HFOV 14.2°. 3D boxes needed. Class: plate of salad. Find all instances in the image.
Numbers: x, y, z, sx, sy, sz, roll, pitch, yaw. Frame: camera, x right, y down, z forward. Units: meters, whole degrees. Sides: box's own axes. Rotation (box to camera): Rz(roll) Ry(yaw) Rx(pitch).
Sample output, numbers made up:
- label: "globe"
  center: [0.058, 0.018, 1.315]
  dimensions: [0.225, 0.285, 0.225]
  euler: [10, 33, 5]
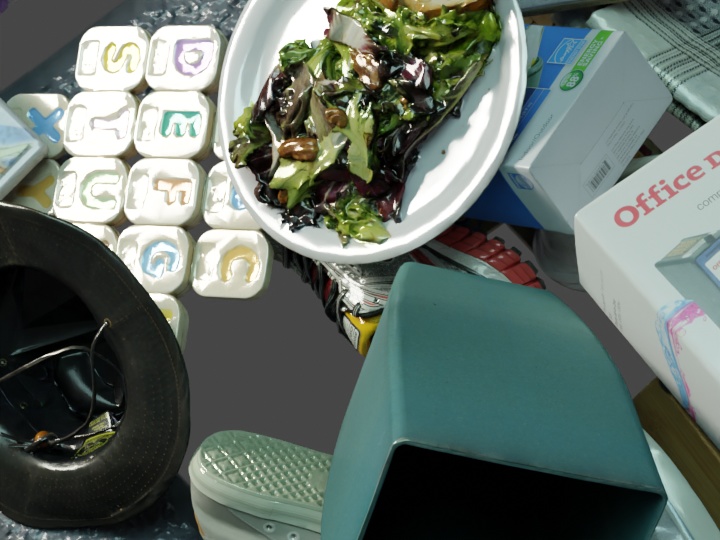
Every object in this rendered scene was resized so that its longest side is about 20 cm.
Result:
- label: "plate of salad"
  center: [-0.001, -0.103, 1.578]
  dimensions: [0.200, 0.048, 0.200]
  euler: [-7, 77, 31]

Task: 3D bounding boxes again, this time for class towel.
- label: "towel"
  center: [0.236, -0.135, 1.671]
  dimensions: [0.200, 0.035, 0.193]
  euler: [40, 49, 23]

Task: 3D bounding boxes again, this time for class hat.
- label: "hat"
  center: [-0.165, 0.041, 1.609]
  dimensions: [0.201, 0.201, 0.081]
  euler: [21, 29, 19]

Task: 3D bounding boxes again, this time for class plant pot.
- label: "plant pot"
  center: [0.058, 0.092, 1.504]
  dimensions: [0.141, 0.141, 0.200]
  euler: [12, 34, -12]

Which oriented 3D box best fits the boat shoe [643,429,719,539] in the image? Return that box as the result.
- label: "boat shoe"
  center: [0.150, 0.152, 1.533]
  dimensions: [0.071, 0.070, 0.201]
  euler: [-27, 62, -13]

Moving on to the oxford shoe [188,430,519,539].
- label: "oxford shoe"
  center: [0.000, 0.145, 1.569]
  dimensions: [0.200, 0.058, 0.075]
  euler: [18, 35, 2]

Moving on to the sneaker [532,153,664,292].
- label: "sneaker"
  center: [0.198, -0.027, 1.627]
  dimensions: [0.200, 0.080, 0.070]
  euler: [-1, 58, 1]

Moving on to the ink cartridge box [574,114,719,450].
- label: "ink cartridge box"
  center: [0.225, 0.018, 1.497]
  dimensions: [0.145, 0.088, 0.200]
  euler: [-33, 61, -11]

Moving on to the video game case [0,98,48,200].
- label: "video game case"
  center: [-0.315, -0.064, 1.688]
  dimensions: [0.182, 0.022, 0.200]
  euler: [44, 87, 5]

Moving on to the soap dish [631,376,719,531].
- label: "soap dish"
  center: [0.262, 0.079, 1.555]
  dimensions: [0.200, 0.081, 0.157]
  euler: [-30, 60, -9]

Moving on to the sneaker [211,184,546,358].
- label: "sneaker"
  center: [0.000, 0.000, 1.638]
  dimensions: [0.200, 0.078, 0.082]
  euler: [21, 66, 19]

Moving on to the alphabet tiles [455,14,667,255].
- label: "alphabet tiles"
  center: [0.085, -0.100, 1.728]
  dimensions: [0.166, 0.006, 0.200]
  euler: [-35, 62, -12]

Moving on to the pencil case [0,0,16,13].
- label: "pencil case"
  center: [-0.299, -0.154, 1.764]
  dimensions: [0.200, 0.086, 0.084]
  euler: [-38, 56, -14]

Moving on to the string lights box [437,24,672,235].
- label: "string lights box"
  center: [0.067, -0.085, 1.631]
  dimensions: [0.200, 0.059, 0.103]
  euler: [10, 57, 49]

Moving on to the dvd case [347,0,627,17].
- label: "dvd case"
  center: [0.082, -0.215, 1.642]
  dimensions: [0.200, 0.016, 0.149]
  euler: [-9, 77, -2]

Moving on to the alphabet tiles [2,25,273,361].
- label: "alphabet tiles"
  center: [-0.133, -0.045, 1.668]
  dimensions: [0.196, 0.015, 0.200]
  euler: [3, 79, 27]
